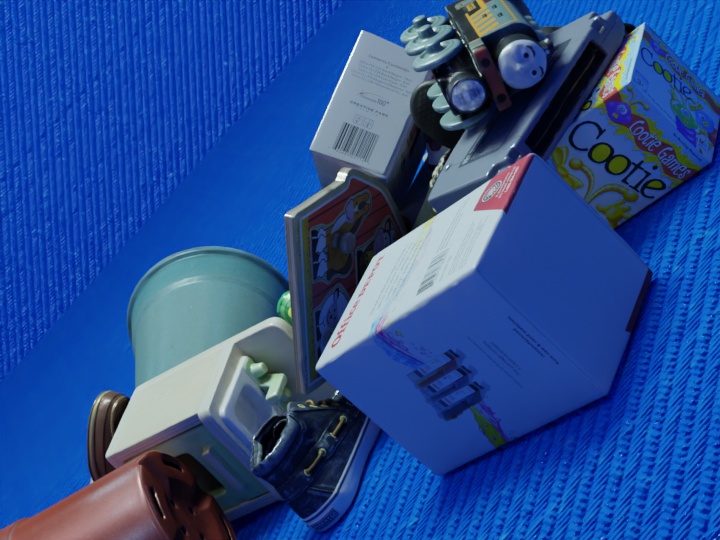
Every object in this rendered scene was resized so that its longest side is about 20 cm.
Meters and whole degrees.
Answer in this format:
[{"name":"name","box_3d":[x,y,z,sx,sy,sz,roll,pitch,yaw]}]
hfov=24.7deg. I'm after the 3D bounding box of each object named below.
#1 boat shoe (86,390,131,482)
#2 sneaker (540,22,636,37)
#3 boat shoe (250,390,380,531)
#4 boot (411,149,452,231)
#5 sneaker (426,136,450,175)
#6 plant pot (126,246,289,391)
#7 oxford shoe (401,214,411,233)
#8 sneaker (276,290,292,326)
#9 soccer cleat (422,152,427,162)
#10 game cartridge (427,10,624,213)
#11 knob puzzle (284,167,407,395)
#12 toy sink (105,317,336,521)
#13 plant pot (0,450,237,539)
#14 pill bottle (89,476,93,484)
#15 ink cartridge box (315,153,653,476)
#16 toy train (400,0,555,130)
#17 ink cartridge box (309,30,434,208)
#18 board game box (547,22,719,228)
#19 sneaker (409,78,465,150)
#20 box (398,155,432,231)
[{"name":"boat shoe","box_3d":[-0.226,0.215,1.671,0.067,0.200,0.072,0,20,24]},{"name":"sneaker","box_3d":[0.229,-0.229,1.677,0.079,0.075,0.200,-24,2,24]},{"name":"boat shoe","box_3d":[-0.037,0.141,1.492,0.071,0.091,0.200,-39,16,28]},{"name":"boot","box_3d":[0.069,-0.013,1.515,0.204,0.073,0.154,-65,-8,-59]},{"name":"sneaker","box_3d":[0.147,-0.126,1.643,0.200,0.090,0.075,-9,12,-32]},{"name":"plant pot","box_3d":[-0.160,0.107,1.769,0.200,0.200,0.196,-42,23,19]},{"name":"oxford shoe","box_3d":[-0.017,-0.030,1.603,0.200,0.073,0.071,9,-90,-68]},{"name":"sneaker","box_3d":[-0.014,0.026,1.638,0.200,0.084,0.074,-10,-57,-63]},{"name":"soccer cleat","box_3d":[0.130,-0.194,1.945,0.086,0.070,0.200,-29,23,49]},{"name":"game cartridge","box_3d":[0.139,-0.131,1.408,0.200,0.042,0.133,-56,13,-25]},{"name":"knob puzzle","box_3d":[0.000,0.000,1.527,0.030,0.220,0.220,9,49,29]},{"name":"toy sink","box_3d":[-0.124,0.157,1.591,0.200,0.130,0.112,-26,28,31]},{"name":"plant pot","box_3d":[-0.228,0.278,1.513,0.195,0.201,0.201,-35,17,12]},{"name":"pill bottle","box_3d":[-0.242,0.219,1.832,0.111,0.111,0.200,-45,15,9]},{"name":"ink cartridge box","box_3d":[0.094,0.039,1.279,0.200,0.145,0.145,-32,21,44]},{"name":"toy train","box_3d":[0.102,-0.189,1.421,0.114,0.085,0.200,-26,20,5]},{"name":"ink cartridge box","box_3d":[0.026,-0.157,1.654,0.200,0.084,0.176,79,-146,-77]},{"name":"board game box","box_3d":[0.201,-0.101,1.429,0.200,0.105,0.103,-37,18,36]},{"name":"sneaker","box_3d":[0.147,-0.144,1.560,0.108,0.201,0.067,-73,-5,-70]},{"name":"box","box_3d":[0.120,-0.108,1.730,0.095,0.078,0.200,-33,20,46]}]
